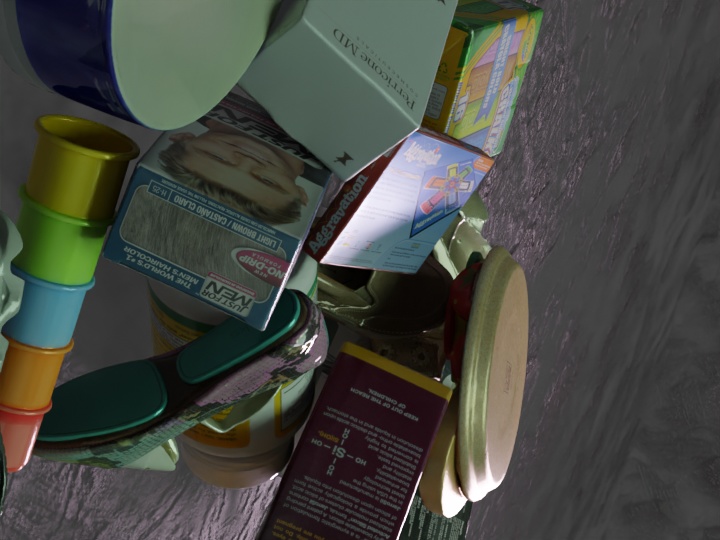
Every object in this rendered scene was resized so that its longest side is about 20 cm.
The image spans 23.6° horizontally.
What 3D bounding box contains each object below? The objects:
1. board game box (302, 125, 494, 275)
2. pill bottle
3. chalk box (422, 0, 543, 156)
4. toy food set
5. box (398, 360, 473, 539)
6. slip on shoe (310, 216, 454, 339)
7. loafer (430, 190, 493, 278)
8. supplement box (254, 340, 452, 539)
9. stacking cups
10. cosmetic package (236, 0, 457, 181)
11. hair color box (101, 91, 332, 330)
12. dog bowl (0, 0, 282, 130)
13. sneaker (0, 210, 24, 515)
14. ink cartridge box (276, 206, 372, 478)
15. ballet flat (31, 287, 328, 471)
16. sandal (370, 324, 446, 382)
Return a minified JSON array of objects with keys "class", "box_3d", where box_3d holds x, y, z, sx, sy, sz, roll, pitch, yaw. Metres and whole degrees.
[{"class":"board game box","box_3d":[0.029,-0.047,1.153,0.103,0.019,0.200,-54,163,9]},{"class":"pill bottle","box_3d":[-0.085,0.054,1.171,0.113,0.112,0.201,-52,155,-38]},{"class":"chalk box","box_3d":[0.052,-0.156,1.295,0.200,0.124,0.125,-31,140,-62]},{"class":"toy food set","box_3d":[0.090,0.080,1.314,0.198,0.048,0.202,-23,117,-73]},{"class":"box","box_3d":[0.023,0.179,1.467,0.164,0.086,0.201,-40,-153,48]},{"class":"slip on shoe","box_3d":[0.000,0.000,1.266,0.199,0.060,0.077,19,66,-33]},{"class":"loafer","box_3d":[0.063,-0.057,1.433,0.068,0.076,0.201,-34,128,-14]},{"class":"supplement box","box_3d":[-0.018,0.165,1.160,0.111,0.085,0.201,113,1,-50]},{"class":"stacking cups","box_3d":[-0.174,0.018,0.961,0.060,0.060,0.202,-22,131,-65]},{"class":"cosmetic package","box_3d":[-0.001,-0.163,1.068,0.071,0.101,0.201,-32,-152,37]},{"class":"hair color box","box_3d":[-0.075,-0.044,1.007,0.200,0.099,0.061,-74,-171,-70]},{"class":"dog bowl","box_3d":[-0.106,-0.179,0.903,0.201,0.078,0.201,-54,157,-35]},{"class":"sneaker","box_3d":[-0.226,0.070,0.872,0.088,0.073,0.202,-26,126,-63]},{"class":"ink cartridge box","box_3d":[-0.027,0.072,1.394,0.201,0.083,0.146,-64,162,-10]},{"class":"ballet flat","box_3d":[-0.108,0.079,1.056,0.199,0.069,0.071,-26,130,0]},{"class":"sandal","box_3d":[0.030,0.069,1.347,0.070,0.077,0.212,66,31,-22]}]
